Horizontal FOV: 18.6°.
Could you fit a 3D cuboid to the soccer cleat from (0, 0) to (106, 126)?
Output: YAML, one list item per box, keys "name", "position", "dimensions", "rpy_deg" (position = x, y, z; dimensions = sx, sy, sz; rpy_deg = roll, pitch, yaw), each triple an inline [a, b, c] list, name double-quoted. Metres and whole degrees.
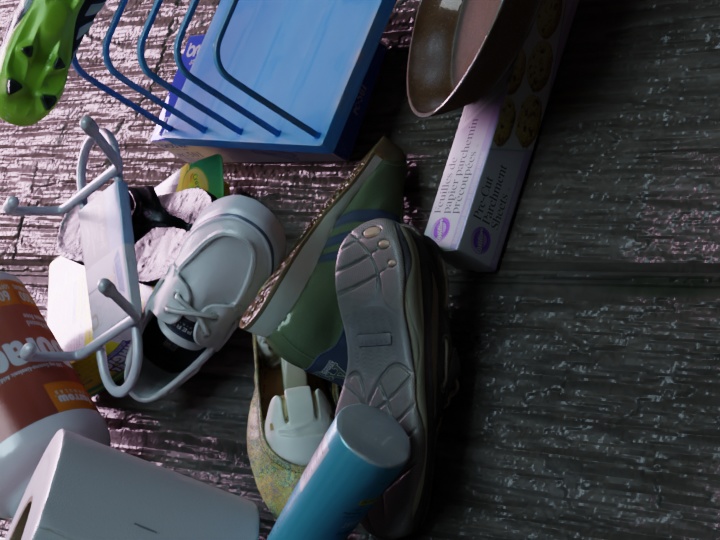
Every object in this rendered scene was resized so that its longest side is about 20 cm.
- name: "soccer cleat"
  position: [-0.214, -0.197, 1.569]
  dimensions: [0.201, 0.067, 0.081]
  rpy_deg: [-65, 24, -7]

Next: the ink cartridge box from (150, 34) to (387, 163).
- name: "ink cartridge box"
  position: [-0.072, -0.131, 1.649]
  dimensions: [0.200, 0.044, 0.094]
  rpy_deg: [2, 68, 50]

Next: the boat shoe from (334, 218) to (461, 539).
- name: "boat shoe"
  position: [0.032, 0.068, 1.385]
  dimensions: [0.074, 0.073, 0.201]
  rpy_deg: [2, 91, 44]

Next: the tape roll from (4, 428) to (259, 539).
- name: "tape roll"
  position: [-0.166, 0.218, 1.411]
  dimensions: [0.203, 0.139, 0.203]
  rpy_deg: [-158, 90, -80]

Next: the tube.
- name: "tube"
  position: [-0.036, 0.167, 1.368]
  dimensions: [0.050, 0.077, 0.200]
  rpy_deg: [44, 127, 16]

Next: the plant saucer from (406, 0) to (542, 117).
- name: "plant saucer"
  position: [0.084, -0.190, 1.418]
  dimensions: [0.200, 0.034, 0.201]
  rpy_deg: [-162, 90, -76]

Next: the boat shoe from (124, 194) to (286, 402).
- name: "boat shoe"
  position: [-0.112, 0.028, 1.542]
  dimensions: [0.065, 0.073, 0.200]
  rpy_deg: [-61, 1, -43]

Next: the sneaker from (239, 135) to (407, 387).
- name: "sneaker"
  position: [0.000, 0.000, 1.468]
  dimensions: [0.067, 0.090, 0.200]
  rpy_deg: [-45, 7, 46]

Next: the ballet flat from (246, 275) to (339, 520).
- name: "ballet flat"
  position: [-0.042, 0.082, 1.459]
  dimensions: [0.071, 0.071, 0.200]
  rpy_deg: [-37, 42, 30]

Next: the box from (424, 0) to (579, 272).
- name: "box"
  position: [0.092, -0.099, 1.440]
  dimensions: [0.039, 0.041, 0.201]
  rpy_deg: [3, 70, 51]

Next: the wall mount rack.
- name: "wall mount rack"
  position: [-0.191, -0.017, 1.542]
  dimensions: [0.174, 0.074, 0.201]
  rpy_deg: [-33, 62, 53]

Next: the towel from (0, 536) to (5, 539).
- name: "towel"
  position: [-0.228, 0.285, 1.604]
  dimensions: [0.200, 0.031, 0.150]
  rpy_deg: [14, 82, 50]

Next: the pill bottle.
- name: "pill bottle"
  position: [-0.254, 0.108, 1.625]
  dimensions: [0.112, 0.112, 0.200]
  rpy_deg: [-44, 66, 23]

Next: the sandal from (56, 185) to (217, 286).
- name: "sandal"
  position: [-0.175, -0.030, 1.633]
  dimensions: [0.200, 0.048, 0.076]
  rpy_deg: [1, 69, 50]

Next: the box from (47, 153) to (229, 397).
- name: "box"
  position: [-0.161, 0.003, 1.674]
  dimensions: [0.200, 0.048, 0.118]
  rpy_deg: [-34, 45, 36]

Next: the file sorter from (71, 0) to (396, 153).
- name: "file sorter"
  position: [-0.095, -0.175, 1.568]
  dimensions: [0.200, 0.123, 0.139]
  rpy_deg: [7, 70, 52]
